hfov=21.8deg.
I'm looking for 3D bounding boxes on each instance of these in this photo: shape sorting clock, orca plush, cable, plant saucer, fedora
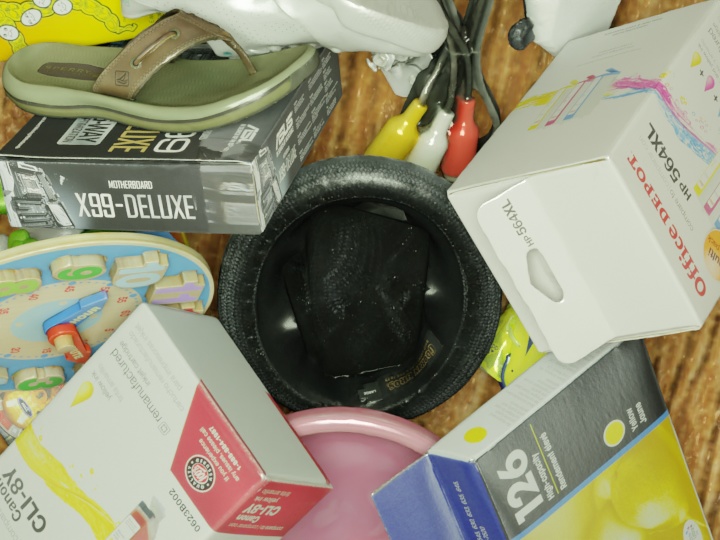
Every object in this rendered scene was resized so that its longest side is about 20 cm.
[{"bbox_3d":[-0.187,0.031,1.152,0.199,0.200,0.039,-20,68,-1],"label":"shape sorting clock"},{"bbox_3d":[0.114,-0.201,1.184,0.105,0.200,0.071,-42,68,12],"label":"orca plush"},{"bbox_3d":[0.065,-0.123,1.199,0.097,0.050,0.200,2,135,-21],"label":"cable"},{"bbox_3d":[-0.011,0.169,1.223,0.199,0.051,0.201,1,117,1],"label":"plant saucer"},{"bbox_3d":[0.000,0.000,1.210,0.200,0.092,0.201,1,121,1],"label":"fedora"}]

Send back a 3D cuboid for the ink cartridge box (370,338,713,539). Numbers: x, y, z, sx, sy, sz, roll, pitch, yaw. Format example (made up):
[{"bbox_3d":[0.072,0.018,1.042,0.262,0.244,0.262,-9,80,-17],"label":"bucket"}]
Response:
[{"bbox_3d":[0.123,0.160,1.191,0.200,0.047,0.198,-38,124,-22],"label":"ink cartridge box"}]

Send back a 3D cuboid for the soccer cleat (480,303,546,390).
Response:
[{"bbox_3d":[0.117,0.040,1.248,0.083,0.065,0.201,3,89,14],"label":"soccer cleat"}]

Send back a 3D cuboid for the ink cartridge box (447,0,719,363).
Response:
[{"bbox_3d":[0.160,-0.049,1.141,0.129,0.125,0.200,57,48,-21],"label":"ink cartridge box"}]

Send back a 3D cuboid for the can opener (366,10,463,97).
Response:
[{"bbox_3d":[0.000,-0.206,1.246,0.066,0.053,0.200,-36,96,-35],"label":"can opener"}]

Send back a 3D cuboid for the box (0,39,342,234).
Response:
[{"bbox_3d":[-0.110,-0.089,1.149,0.157,0.200,0.050,2,119,15],"label":"box"}]

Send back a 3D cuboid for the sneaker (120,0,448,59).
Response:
[{"bbox_3d":[-0.049,-0.158,1.135,0.199,0.075,0.089,18,125,-5],"label":"sneaker"}]

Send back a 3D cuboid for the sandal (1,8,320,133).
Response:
[{"bbox_3d":[-0.123,-0.122,1.096,0.200,0.080,0.058,4,120,17],"label":"sandal"}]

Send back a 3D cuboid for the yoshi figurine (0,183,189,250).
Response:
[{"bbox_3d":[-0.217,-0.027,1.195,0.199,0.112,0.112,-22,76,1],"label":"yoshi figurine"}]

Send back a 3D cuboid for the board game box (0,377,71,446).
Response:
[{"bbox_3d":[-0.200,0.077,1.257,0.105,0.023,0.200,-34,93,-3],"label":"board game box"}]

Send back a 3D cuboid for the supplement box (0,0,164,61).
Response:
[{"bbox_3d":[-0.153,-0.213,1.188,0.199,0.109,0.110,-10,116,-1],"label":"supplement box"}]

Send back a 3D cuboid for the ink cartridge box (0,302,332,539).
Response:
[{"bbox_3d":[-0.139,0.142,1.152,0.200,0.083,0.145,-46,64,16],"label":"ink cartridge box"}]
